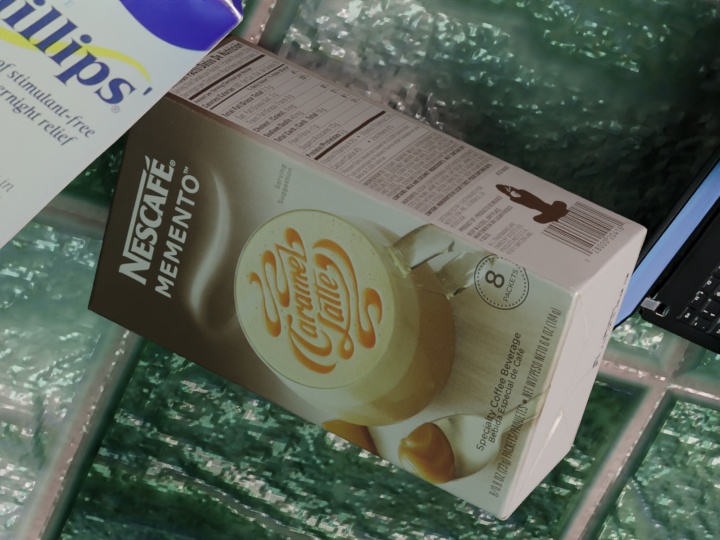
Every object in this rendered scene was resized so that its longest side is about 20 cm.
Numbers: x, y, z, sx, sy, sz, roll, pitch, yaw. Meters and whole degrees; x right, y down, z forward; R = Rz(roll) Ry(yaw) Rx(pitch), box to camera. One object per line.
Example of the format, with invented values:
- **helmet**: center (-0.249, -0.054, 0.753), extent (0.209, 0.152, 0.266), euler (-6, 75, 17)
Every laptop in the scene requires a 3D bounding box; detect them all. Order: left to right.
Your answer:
- **laptop**: center (0.200, -0.010, 1.180), extent (0.200, 0.103, 0.177), euler (25, 117, -23)

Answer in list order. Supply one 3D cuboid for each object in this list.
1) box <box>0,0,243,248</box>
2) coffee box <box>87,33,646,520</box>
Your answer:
- **box**: center (-0.153, -0.100, 1.016), extent (0.200, 0.184, 0.105), euler (-41, 118, 17)
- **coffee box**: center (0.000, 0.000, 1.110), extent (0.200, 0.080, 0.114), euler (25, 121, 17)
